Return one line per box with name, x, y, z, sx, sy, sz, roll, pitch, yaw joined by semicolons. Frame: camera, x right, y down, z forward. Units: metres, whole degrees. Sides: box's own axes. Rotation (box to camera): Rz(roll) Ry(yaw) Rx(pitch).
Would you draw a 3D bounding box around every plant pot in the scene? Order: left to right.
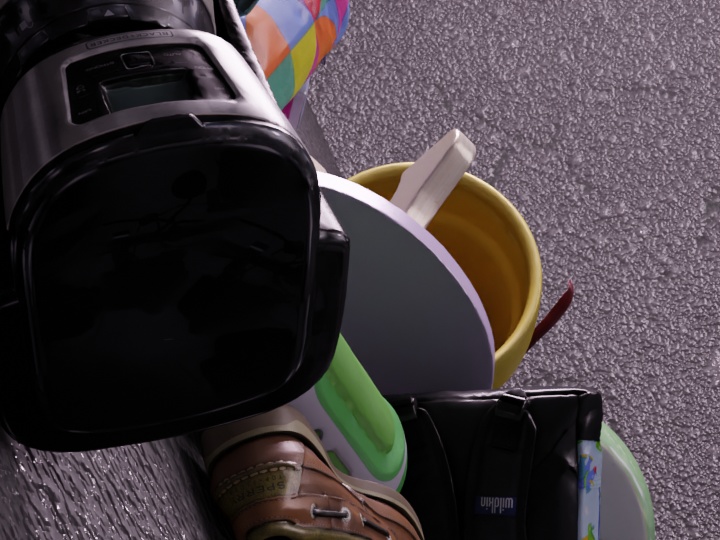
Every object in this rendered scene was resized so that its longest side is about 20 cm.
plant pot;0.044;0.044;1.486;0.189;0.199;0.202;88;-19;-62

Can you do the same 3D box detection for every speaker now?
speaker;-0.037;0.064;0.922;0.200;0.088;0.089;59;7;-57

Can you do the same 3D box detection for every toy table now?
toy table;0.000;0.000;1.120;0.201;0.183;0.117;54;20;-21

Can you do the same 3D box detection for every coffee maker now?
coffee maker;-0.080;-0.042;0.628;0.193;0.134;0.201;61;6;-52

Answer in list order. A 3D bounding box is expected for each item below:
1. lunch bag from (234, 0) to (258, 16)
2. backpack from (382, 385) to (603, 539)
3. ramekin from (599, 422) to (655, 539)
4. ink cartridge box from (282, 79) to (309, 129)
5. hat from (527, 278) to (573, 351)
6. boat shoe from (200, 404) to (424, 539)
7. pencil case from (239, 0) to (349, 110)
lunch bag;-0.135;-0.221;0.920;0.200;0.122;0.171;19;42;-59
backpack;0.070;0.178;1.051;0.154;0.162;0.202;54;32;-71
ramekin;0.109;0.182;1.241;0.098;0.199;0.201;65;-1;-86
ink cartridge box;-0.084;-0.186;1.159;0.042;0.118;0.201;111;-11;-49
hat;0.128;0.133;1.652;0.167;0.175;0.200;61;-14;0
boat shoe;-0.018;0.137;0.882;0.200;0.072;0.068;44;23;-52
pencil case;-0.075;-0.115;1.015;0.089;0.088;0.200;63;34;-21
